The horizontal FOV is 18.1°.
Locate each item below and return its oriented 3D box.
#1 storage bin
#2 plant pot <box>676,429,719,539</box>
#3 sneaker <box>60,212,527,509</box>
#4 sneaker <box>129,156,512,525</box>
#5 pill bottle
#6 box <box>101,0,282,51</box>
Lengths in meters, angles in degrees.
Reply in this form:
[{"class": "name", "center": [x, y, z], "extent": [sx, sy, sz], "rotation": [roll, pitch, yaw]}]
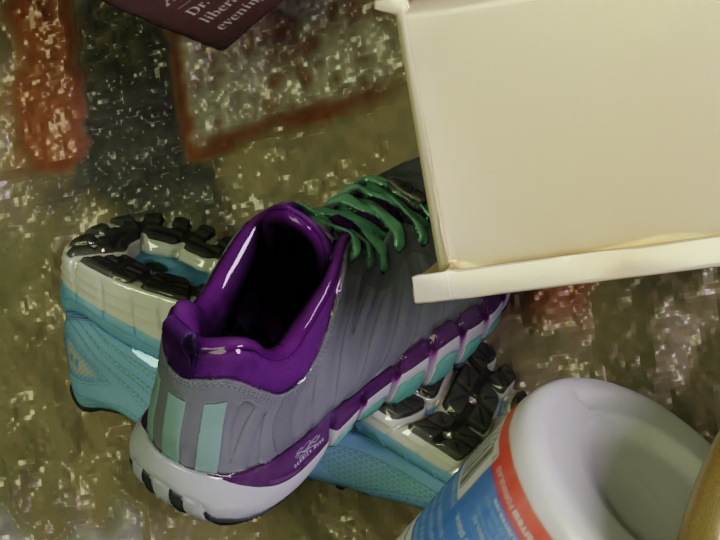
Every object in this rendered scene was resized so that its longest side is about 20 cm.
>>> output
[{"class": "storage bin", "center": [0.132, -0.067, 0.723], "extent": [0.200, 0.199, 0.094], "rotation": [-8, 99, 21]}, {"class": "plant pot", "center": [0.144, 0.110, 0.704], "extent": [0.027, 0.200, 0.200], "rotation": [3, 86, 38]}, {"class": "sneaker", "center": [-0.024, 0.052, 0.851], "extent": [0.200, 0.078, 0.090], "rotation": [24, 120, 17]}, {"class": "sneaker", "center": [0.000, 0.000, 0.769], "extent": [0.074, 0.200, 0.088], "rotation": [27, 136, 19]}, {"class": "pill bottle", "center": [0.044, 0.140, 0.771], "extent": [0.112, 0.112, 0.200], "rotation": [49, 121, 18]}, {"class": "box", "center": [-0.079, -0.209, 0.786], "extent": [0.166, 0.200, 0.164], "rotation": [-36, 58, 25]}]
